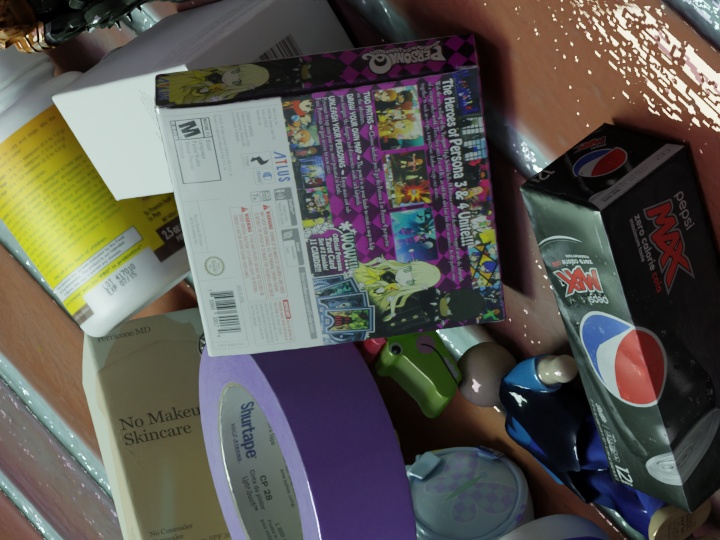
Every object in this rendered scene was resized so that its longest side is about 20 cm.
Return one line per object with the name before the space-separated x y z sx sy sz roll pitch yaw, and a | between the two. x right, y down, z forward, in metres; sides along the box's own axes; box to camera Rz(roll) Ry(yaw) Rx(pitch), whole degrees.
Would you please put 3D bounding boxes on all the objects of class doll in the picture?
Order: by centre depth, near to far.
doll | 0.128 0.101 1.617 0.200 0.048 0.137 40 159 39

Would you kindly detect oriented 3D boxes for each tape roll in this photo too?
tape roll | -0.035 0.128 1.720 0.200 0.065 0.201 -128 29 -45

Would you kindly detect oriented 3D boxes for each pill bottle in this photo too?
pill bottle | -0.202 -0.061 1.912 0.200 0.109 0.109 53 155 -1

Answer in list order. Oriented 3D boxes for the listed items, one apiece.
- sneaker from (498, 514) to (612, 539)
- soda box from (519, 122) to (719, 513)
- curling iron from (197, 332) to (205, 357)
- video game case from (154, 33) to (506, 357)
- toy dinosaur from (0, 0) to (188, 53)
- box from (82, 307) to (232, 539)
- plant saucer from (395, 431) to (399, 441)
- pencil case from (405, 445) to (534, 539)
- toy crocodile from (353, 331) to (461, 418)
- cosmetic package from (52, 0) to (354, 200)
sneaker | 0.151 0.236 1.624 0.147 0.080 0.200 61 -169 31
soda box | 0.152 0.027 1.455 0.063 0.071 0.201 20 138 48
curling iron | -0.100 -0.027 1.817 0.026 0.049 0.201 -42 -59 -73
video game case | -0.014 -0.039 1.558 0.036 0.180 0.201 -95 -4 -46
toy dinosaur | -0.186 -0.172 1.703 0.102 0.135 0.200 50 -159 -29
box | -0.135 0.135 1.973 0.078 0.094 0.201 99 155 -56
plant saucer | -0.021 0.141 1.855 0.200 0.048 0.201 -134 33 -52
pencil case | 0.070 0.203 1.803 0.090 0.083 0.201 18 142 22
toy crocodile | 0.000 0.000 1.677 0.201 0.062 0.068 62 156 10
cosmetic package | -0.092 -0.109 1.665 0.085 0.107 0.200 58 156 -13
